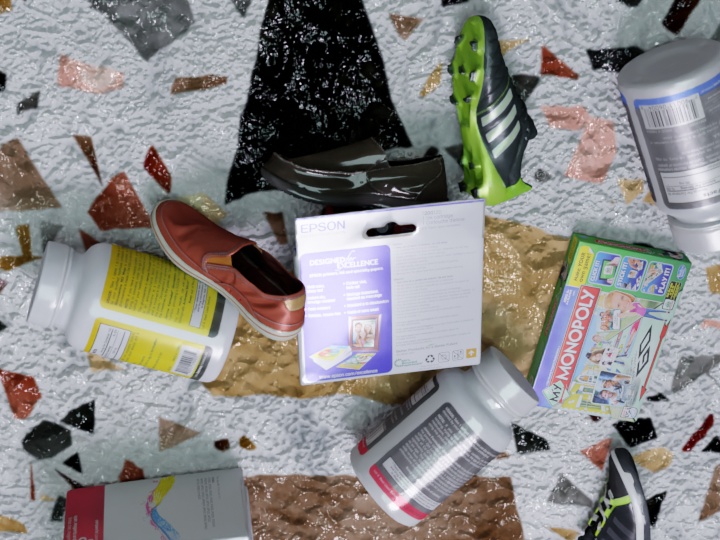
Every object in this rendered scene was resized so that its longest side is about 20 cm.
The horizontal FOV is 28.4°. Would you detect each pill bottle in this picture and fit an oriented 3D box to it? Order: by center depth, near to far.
[{"bbox_3d":[-0.230,0.037,1.444,0.199,0.113,0.113,16,110,-15],"label":"pill bottle"},{"bbox_3d":[0.343,-0.125,1.458,0.113,0.114,0.201,-22,115,1],"label":"pill bottle"},{"bbox_3d":[0.094,0.176,1.551,0.200,0.111,0.111,-42,112,10],"label":"pill bottle"}]

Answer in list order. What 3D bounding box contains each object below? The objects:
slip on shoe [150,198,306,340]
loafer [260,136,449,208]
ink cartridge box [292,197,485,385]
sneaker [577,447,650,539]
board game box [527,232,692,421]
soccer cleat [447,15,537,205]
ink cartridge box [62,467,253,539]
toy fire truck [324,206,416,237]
[{"bbox_3d":[-0.129,-0.013,1.421,0.200,0.074,0.061,40,131,19],"label":"slip on shoe"},{"bbox_3d":[-0.003,-0.103,1.448,0.199,0.073,0.072,6,102,-16],"label":"loafer"},{"bbox_3d":[0.029,0.016,1.457,0.197,0.043,0.201,-6,121,-9],"label":"ink cartridge box"},{"bbox_3d":[0.294,0.304,1.655,0.082,0.072,0.201,-8,109,5],"label":"sneaker"},{"bbox_3d":[0.271,0.066,1.575,0.134,0.029,0.201,9,111,-13],"label":"board game box"},{"bbox_3d":[0.137,-0.164,1.446,0.081,0.068,0.201,-15,116,-21],"label":"soccer cleat"},{"bbox_3d":[-0.213,0.322,1.550,0.199,0.145,0.146,-8,113,-6],"label":"ink cartridge box"},{"bbox_3d":[0.000,0.000,1.497,0.199,0.049,0.142,8,113,-13],"label":"toy fire truck"}]
